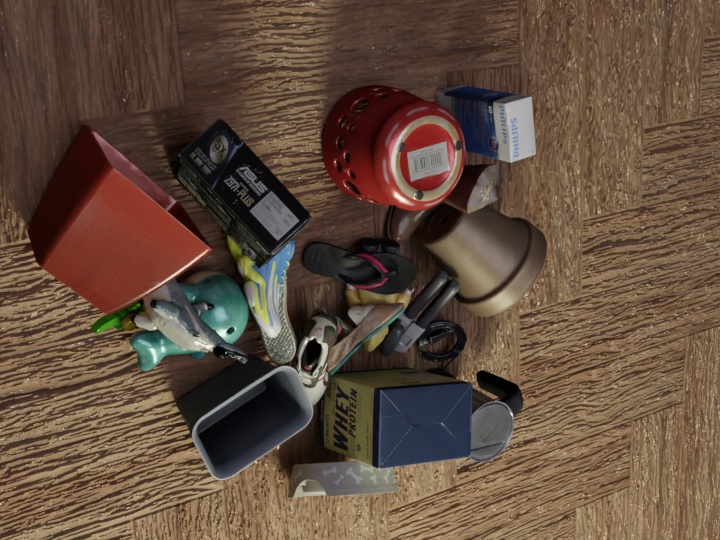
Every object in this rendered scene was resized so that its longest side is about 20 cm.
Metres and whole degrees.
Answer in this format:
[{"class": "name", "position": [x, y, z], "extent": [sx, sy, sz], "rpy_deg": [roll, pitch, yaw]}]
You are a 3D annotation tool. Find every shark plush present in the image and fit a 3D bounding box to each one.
[{"class": "shark plush", "position": [-0.247, 0.072, 1.504], "extent": [0.200, 0.091, 0.083], "rpy_deg": [32, 54, -6]}]

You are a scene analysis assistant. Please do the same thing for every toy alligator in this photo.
[{"class": "toy alligator", "position": [-0.335, 0.038, 1.569], "extent": [0.200, 0.059, 0.054], "rpy_deg": [-42, 164, -19]}]

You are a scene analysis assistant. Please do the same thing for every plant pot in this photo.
[{"class": "plant pot", "position": [0.062, -0.204, 1.668], "extent": [0.200, 0.182, 0.201], "rpy_deg": [-8, 106, -30]}, {"class": "plant pot", "position": [-0.364, -0.058, 1.444], "extent": [0.176, 0.200, 0.200], "rpy_deg": [-47, 123, 1]}, {"class": "plant pot", "position": [0.207, -0.045, 1.805], "extent": [0.174, 0.200, 0.200], "rpy_deg": [39, 82, -24]}]

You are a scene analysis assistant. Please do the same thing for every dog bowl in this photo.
[{"class": "dog bowl", "position": [-0.031, 0.369, 1.774], "extent": [0.200, 0.200, 0.059], "rpy_deg": [4, 77, -33]}]

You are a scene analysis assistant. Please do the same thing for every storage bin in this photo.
[{"class": "storage bin", "position": [-0.199, 0.235, 1.659], "extent": [0.200, 0.134, 0.146], "rpy_deg": [-32, 118, -20]}]

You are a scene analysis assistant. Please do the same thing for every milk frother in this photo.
[{"class": "milk frother", "position": [0.185, 0.217, 1.862], "extent": [0.180, 0.188, 0.200], "rpy_deg": [-44, 122, -15]}]

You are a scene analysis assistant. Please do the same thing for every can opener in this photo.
[{"class": "can opener", "position": [0.102, 0.086, 1.795], "extent": [0.053, 0.067, 0.200], "rpy_deg": [36, 126, -2]}]

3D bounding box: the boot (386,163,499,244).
[{"class": "boot", "position": [0.144, -0.112, 1.731], "extent": [0.064, 0.200, 0.187], "rpy_deg": [29, 87, -34]}]

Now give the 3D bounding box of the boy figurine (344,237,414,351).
[{"class": "boy figurine", "position": [0.033, 0.046, 1.785], "extent": [0.124, 0.064, 0.201], "rpy_deg": [0, 107, -6]}]

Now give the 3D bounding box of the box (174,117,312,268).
[{"class": "box", "position": [-0.180, -0.111, 1.508], "extent": [0.086, 0.164, 0.200], "rpy_deg": [-44, 93, -14]}]

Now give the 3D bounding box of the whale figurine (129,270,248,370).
[{"class": "whale figurine", "position": [-0.262, 0.090, 1.575], "extent": [0.200, 0.104, 0.159], "rpy_deg": [-34, 139, -29]}]

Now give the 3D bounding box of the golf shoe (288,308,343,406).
[{"class": "golf shoe", "position": [-0.091, 0.162, 1.710], "extent": [0.077, 0.088, 0.201], "rpy_deg": [18, 118, 8]}]

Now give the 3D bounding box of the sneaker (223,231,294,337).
[{"class": "sneaker", "position": [-0.143, 0.002, 1.615], "extent": [0.105, 0.076, 0.201], "rpy_deg": [-20, 88, -8]}]

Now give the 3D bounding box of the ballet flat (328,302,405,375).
[{"class": "ballet flat", "position": [-0.011, 0.104, 1.740], "extent": [0.200, 0.068, 0.067], "rpy_deg": [-42, 89, 20]}]

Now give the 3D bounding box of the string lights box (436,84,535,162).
[{"class": "string lights box", "position": [0.214, -0.257, 1.734], "extent": [0.059, 0.200, 0.103], "rpy_deg": [-19, 114, -26]}]

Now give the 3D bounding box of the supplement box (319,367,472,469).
[{"class": "supplement box", "position": [0.060, 0.255, 1.775], "extent": [0.199, 0.200, 0.135], "rpy_deg": [0, 93, -32]}]

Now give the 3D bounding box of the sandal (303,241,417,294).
[{"class": "sandal", "position": [0.000, 0.000, 1.716], "extent": [0.199, 0.045, 0.075], "rpy_deg": [11, 103, -5]}]

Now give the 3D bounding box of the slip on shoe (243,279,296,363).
[{"class": "slip on shoe", "position": [-0.152, 0.057, 1.685], "extent": [0.074, 0.061, 0.201], "rpy_deg": [-14, 99, -6]}]
